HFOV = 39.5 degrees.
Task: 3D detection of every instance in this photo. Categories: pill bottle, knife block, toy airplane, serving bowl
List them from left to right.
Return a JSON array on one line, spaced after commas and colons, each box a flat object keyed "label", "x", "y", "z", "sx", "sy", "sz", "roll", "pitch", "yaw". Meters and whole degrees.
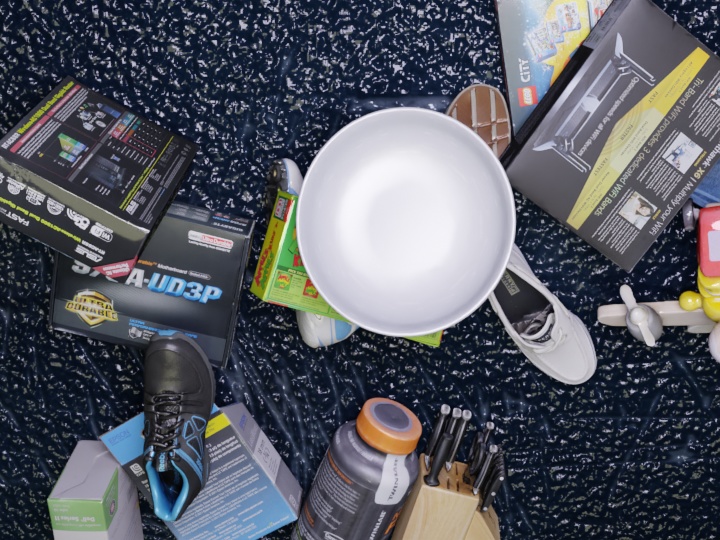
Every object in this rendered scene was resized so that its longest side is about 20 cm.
[{"label": "pill bottle", "x": 0.000, "y": 0.242, "z": 1.116, "sx": 0.104, "sy": 0.107, "sz": 0.203, "roll": 20, "pitch": 114, "yaw": -6}, {"label": "serving bowl", "x": 0.043, "y": -0.041, "z": 0.914, "sx": 0.196, "sy": 0.066, "sz": 0.205, "roll": -1, "pitch": 85, "yaw": 8}, {"label": "knife block", "x": 0.081, "y": 0.255, "z": 1.141, "sx": 0.197, "sy": 0.064, "sz": 0.177, "roll": -26, "pitch": 109, "yaw": 14}, {"label": "toy airplane", "x": 0.357, "y": 0.039, "z": 0.970, "sx": 0.196, "sy": 0.143, "sz": 0.200, "roll": 26, "pitch": 139, "yaw": -11}]

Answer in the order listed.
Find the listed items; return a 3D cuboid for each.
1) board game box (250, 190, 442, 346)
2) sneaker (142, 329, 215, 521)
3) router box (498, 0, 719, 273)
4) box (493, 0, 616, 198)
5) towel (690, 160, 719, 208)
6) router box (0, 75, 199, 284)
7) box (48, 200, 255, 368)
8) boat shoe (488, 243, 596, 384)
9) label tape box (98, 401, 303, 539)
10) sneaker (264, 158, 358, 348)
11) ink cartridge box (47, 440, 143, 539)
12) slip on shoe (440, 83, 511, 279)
[{"label": "board game box", "x": 0.000, "y": 0.000, "z": 0.991, "sx": 0.197, "sy": 0.047, "sz": 0.104, "roll": 16, "pitch": 93, "yaw": -25}, {"label": "sneaker", "x": -0.190, "y": 0.162, "z": 1.038, "sx": 0.072, "sy": 0.082, "sz": 0.204, "roll": 0, "pitch": 110, "yaw": 7}, {"label": "router box", "x": 0.242, "y": -0.126, "z": 0.915, "sx": 0.156, "sy": 0.052, "sz": 0.201, "roll": 34, "pitch": 104, "yaw": -11}, {"label": "box", "x": 0.206, "y": -0.180, "z": 0.956, "sx": 0.134, "sy": 0.038, "sz": 0.204, "roll": -9, "pitch": 113, "yaw": 7}, {"label": "towel", "x": 0.395, "y": -0.093, "z": 0.979, "sx": 0.198, "sy": 0.049, "sz": 0.113, "roll": 28, "pitch": 112, "yaw": -9}, {"label": "router box", "x": -0.247, "y": -0.090, "z": 0.930, "sx": 0.148, "sy": 0.201, "sz": 0.063, "roll": 28, "pitch": 118, "yaw": -9}, {"label": "box", "x": -0.220, "y": 0.004, "z": 1.055, "sx": 0.196, "sy": 0.046, "sz": 0.162, "roll": 14, "pitch": 114, "yaw": -3}, {"label": "boat shoe", "x": 0.185, "y": 0.053, "z": 1.041, "sx": 0.071, "sy": 0.066, "sz": 0.201, "roll": -30, "pitch": 113, "yaw": 14}, {"label": "label tape box", "x": -0.177, "y": 0.220, "z": 1.139, "sx": 0.143, "sy": 0.063, "sz": 0.202, "roll": -29, "pitch": 106, "yaw": 15}, {"label": "sneaker", "x": -0.049, "y": -0.021, "z": 1.031, "sx": 0.071, "sy": 0.072, "sz": 0.204, "roll": -21, "pitch": 109, "yaw": -18}, {"label": "ink cartridge box", "x": -0.299, "y": 0.314, "z": 1.157, "sx": 0.066, "sy": 0.118, "sz": 0.204, "roll": 0, "pitch": 113, "yaw": 4}, {"label": "slip on shoe", "x": 0.107, "y": -0.076, "z": 0.978, "sx": 0.074, "sy": 0.061, "sz": 0.205, "roll": 0, "pitch": 85, "yaw": -2}]
